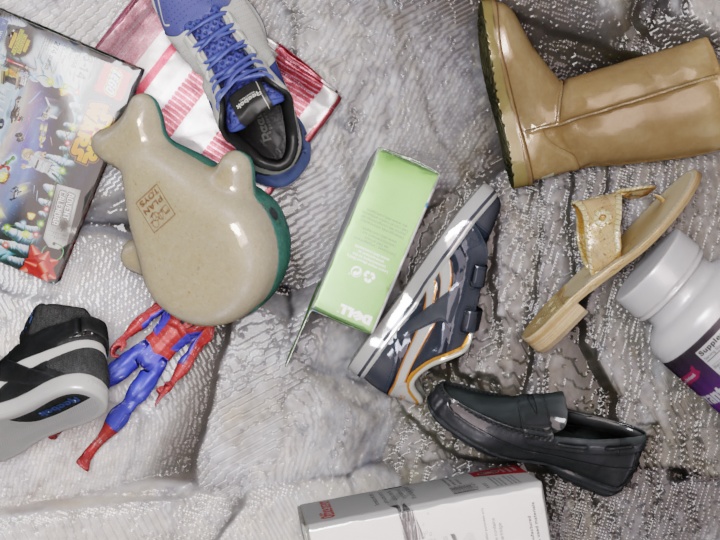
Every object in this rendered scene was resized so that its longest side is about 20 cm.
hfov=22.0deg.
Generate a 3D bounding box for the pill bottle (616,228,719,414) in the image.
[{"bbox_3d":[0.321,0.060,1.600,0.200,0.111,0.112,41,87,-2],"label":"pill bottle"}]

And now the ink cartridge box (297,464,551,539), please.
[{"bbox_3d":[0.052,0.227,1.563,0.199,0.144,0.084,-9,90,-4],"label":"ink cartridge box"}]

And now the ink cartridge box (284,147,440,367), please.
[{"bbox_3d":[0.000,0.000,1.582,0.059,0.104,0.201,23,88,-3],"label":"ink cartridge box"}]

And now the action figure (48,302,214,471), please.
[{"bbox_3d":[-0.186,0.082,1.598,0.065,0.052,0.200,42,85,1],"label":"action figure"}]

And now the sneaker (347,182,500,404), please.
[{"bbox_3d":[0.075,0.024,1.601,0.079,0.078,0.200,34,99,2],"label":"sneaker"}]

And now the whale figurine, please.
[{"bbox_3d":[-0.138,-0.053,1.548,0.159,0.104,0.200,-40,82,30],"label":"whale figurine"}]

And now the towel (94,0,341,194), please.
[{"bbox_3d":[-0.134,-0.157,1.615,0.200,0.023,0.144,38,88,-3],"label":"towel"}]

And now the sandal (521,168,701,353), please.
[{"bbox_3d":[0.202,-0.028,1.610,0.070,0.078,0.212,42,92,-9],"label":"sandal"}]

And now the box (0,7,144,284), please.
[{"bbox_3d":[-0.284,-0.106,1.584,0.136,0.040,0.201,22,95,-4],"label":"box"}]

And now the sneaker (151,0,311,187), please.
[{"bbox_3d":[-0.098,-0.163,1.549,0.080,0.115,0.200,-29,94,-3],"label":"sneaker"}]

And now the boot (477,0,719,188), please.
[{"bbox_3d":[0.211,-0.171,1.621,0.199,0.066,0.176,-14,103,-3],"label":"boot"}]

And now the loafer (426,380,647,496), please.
[{"bbox_3d":[0.152,0.131,1.596,0.200,0.068,0.071,21,114,-16],"label":"loafer"}]

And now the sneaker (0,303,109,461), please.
[{"bbox_3d":[-0.294,0.093,1.585,0.199,0.073,0.112,-17,48,21],"label":"sneaker"}]
